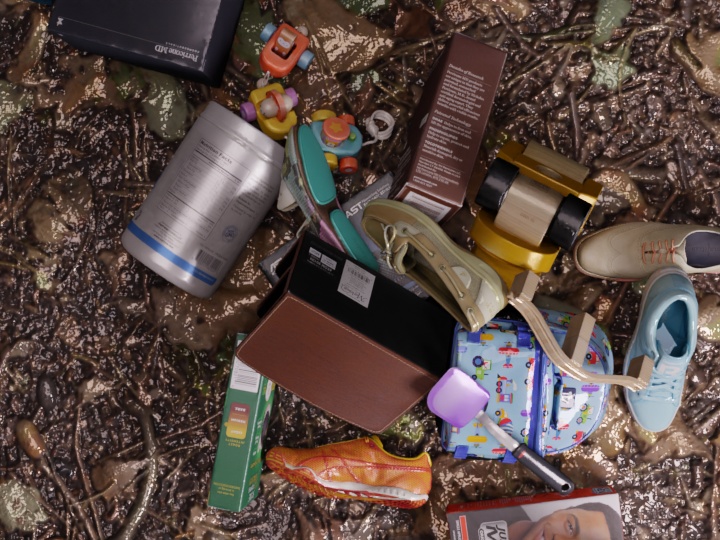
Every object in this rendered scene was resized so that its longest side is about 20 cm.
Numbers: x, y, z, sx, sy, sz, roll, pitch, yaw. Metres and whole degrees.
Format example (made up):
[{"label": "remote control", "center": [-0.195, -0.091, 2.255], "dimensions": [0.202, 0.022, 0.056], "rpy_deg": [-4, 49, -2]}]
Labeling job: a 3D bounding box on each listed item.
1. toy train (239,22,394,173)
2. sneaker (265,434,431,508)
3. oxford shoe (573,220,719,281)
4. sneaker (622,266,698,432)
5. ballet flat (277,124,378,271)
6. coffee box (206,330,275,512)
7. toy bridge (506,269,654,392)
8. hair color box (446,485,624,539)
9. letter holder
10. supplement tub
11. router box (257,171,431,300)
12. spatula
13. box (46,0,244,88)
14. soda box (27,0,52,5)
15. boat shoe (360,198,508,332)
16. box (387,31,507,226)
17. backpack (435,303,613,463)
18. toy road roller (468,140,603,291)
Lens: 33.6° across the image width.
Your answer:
[{"label": "toy train", "center": [-0.055, -0.209, 1.410], "dimensions": [0.200, 0.056, 0.150], "rpy_deg": [39, 66, 2]}, {"label": "sneaker", "center": [-0.014, 0.231, 1.415], "dimensions": [0.198, 0.073, 0.078], "rpy_deg": [9, 66, 1]}, {"label": "oxford shoe", "center": [0.348, -0.027, 1.382], "dimensions": [0.198, 0.074, 0.071], "rpy_deg": [-6, 87, 5]}, {"label": "sneaker", "center": [0.339, 0.101, 1.350], "dimensions": [0.073, 0.082, 0.202], "rpy_deg": [2, 110, 6]}, {"label": "ballet flat", "center": [-0.051, -0.065, 1.358], "dimensions": [0.071, 0.069, 0.201], "rpy_deg": [-26, 92, 29]}, {"label": "coffee box", "center": [-0.133, 0.172, 1.391], "dimensions": [0.044, 0.123, 0.202], "rpy_deg": [9, 90, 4]}, {"label": "toy bridge", "center": [0.233, 0.078, 1.286], "dimensions": [0.199, 0.027, 0.068], "rpy_deg": [34, 60, -19]}, {"label": "hair color box", "center": [0.204, 0.315, 1.387], "dimensions": [0.198, 0.061, 0.102], "rpy_deg": [-8, 87, 4]}, {"label": "letter holder", "center": [-0.021, 0.076, 1.326], "dimensions": [0.199, 0.101, 0.142], "rpy_deg": [30, 132, -15]}, {"label": "supplement tub", "center": [-0.177, -0.081, 1.401], "dimensions": [0.131, 0.132, 0.201], "rpy_deg": [33, 90, 5]}, {"label": "router box", "center": [0.000, 0.000, 1.416], "dimensions": [0.199, 0.062, 0.150], "rpy_deg": [-35, 84, 3]}, {"label": "spatula", "center": [0.155, 0.180, 1.283], "dimensions": [0.200, 0.021, 0.057], "rpy_deg": [40, 101, -9]}, {"label": "box", "center": [-0.246, -0.339, 1.431], "dimensions": [0.198, 0.104, 0.184], "rpy_deg": [16, 88, 6]}, {"label": "soda box", "center": [-0.478, -0.383, 1.470], "dimensions": [0.198, 0.068, 0.065], "rpy_deg": [13, 89, 5]}, {"label": "boat shoe", "center": [0.070, -0.008, 1.315], "dimensions": [0.200, 0.073, 0.063], "rpy_deg": [38, 61, 21]}, {"label": "box", "center": [0.097, -0.158, 1.363], "dimensions": [0.074, 0.100, 0.201], "rpy_deg": [22, 70, -7]}, {"label": "backpack", "center": [0.193, 0.132, 1.354], "dimensions": [0.198, 0.135, 0.184], "rpy_deg": [8, 100, -1]}, {"label": "toy road roller", "center": [0.185, -0.053, 1.354], "dimensions": [0.122, 0.200, 0.147], "rpy_deg": [28, 115, 8]}]
